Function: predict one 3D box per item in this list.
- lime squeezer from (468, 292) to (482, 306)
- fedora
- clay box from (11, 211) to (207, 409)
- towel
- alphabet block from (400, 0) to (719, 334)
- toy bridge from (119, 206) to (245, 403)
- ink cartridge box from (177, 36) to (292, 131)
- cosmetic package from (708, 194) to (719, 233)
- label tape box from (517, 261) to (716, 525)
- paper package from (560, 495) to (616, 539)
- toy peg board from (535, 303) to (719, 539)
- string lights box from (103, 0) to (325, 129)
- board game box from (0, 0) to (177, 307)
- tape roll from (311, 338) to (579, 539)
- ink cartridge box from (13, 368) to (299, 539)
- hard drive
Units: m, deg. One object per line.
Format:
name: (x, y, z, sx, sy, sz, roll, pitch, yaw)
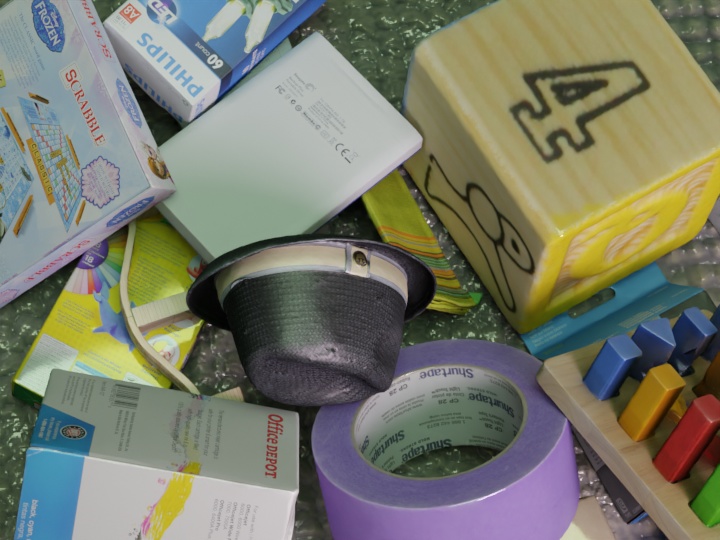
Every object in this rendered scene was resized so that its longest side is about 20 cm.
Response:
lime squeezer: (0.000, 0.000, 1.790, 0.199, 0.038, 0.071, 27, 70, 3)
fedora: (-0.034, 0.048, 1.645, 0.198, 0.201, 0.092, -2, 66, -8)
clay box: (-0.184, 0.036, 1.748, 0.114, 0.048, 0.201, 27, 69, 1)
towel: (0.027, -0.053, 1.780, 0.018, 0.086, 0.201, -36, 68, 21)
alphabet block: (0.163, -0.103, 1.753, 0.195, 0.196, 0.201, -29, 72, -14)
toy bridge: (-0.152, 0.033, 1.714, 0.067, 0.027, 0.202, -17, 75, -14)
ink cartridge box: (-0.095, -0.128, 1.807, 0.103, 0.059, 0.202, -17, 75, -14)
cosmetic package: (0.365, -0.032, 1.761, 0.051, 0.200, 0.151, -35, 78, -16)
label tape box: (0.234, 0.083, 1.778, 0.143, 0.063, 0.201, -27, 77, -16)
paper package: (0.122, 0.299, 1.672, 0.198, 0.104, 0.192, -21, 76, -13)
toy peg board: (0.275, 0.096, 1.629, 0.199, 0.098, 0.200, -14, 54, -40)
string lights box: (-0.106, -0.220, 1.773, 0.103, 0.059, 0.200, 43, 69, 4)
board game box: (-0.267, -0.102, 1.731, 0.199, 0.041, 0.201, -31, 75, 22)
tape roll: (0.066, 0.146, 1.668, 0.198, 0.086, 0.201, -9, 35, 6)
ink cartridge box: (-0.152, 0.181, 1.626, 0.198, 0.147, 0.146, 10, 109, -4)
hard drive: (-0.067, -0.089, 1.738, 0.200, 0.025, 0.132, -38, 73, -21)
